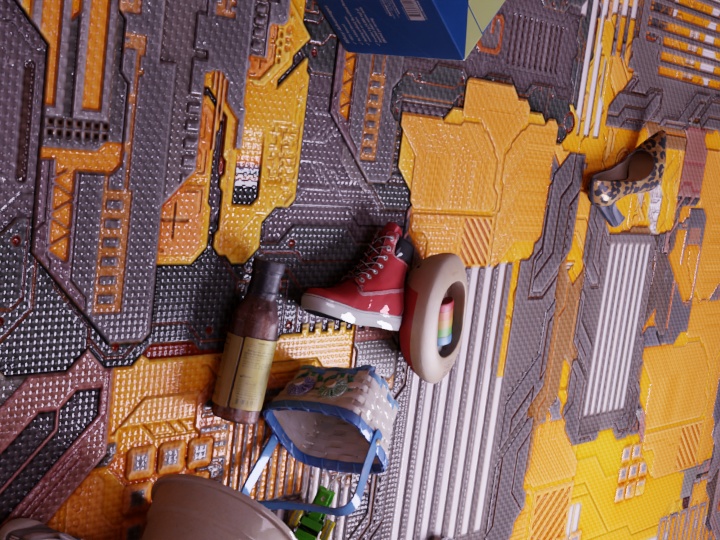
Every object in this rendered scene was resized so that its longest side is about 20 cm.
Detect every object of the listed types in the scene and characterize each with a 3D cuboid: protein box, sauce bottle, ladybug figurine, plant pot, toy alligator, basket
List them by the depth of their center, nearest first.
[{"bbox_3d":[-0.190,0.363,1.177,0.184,0.199,0.201,-61,138,-38],"label":"plant pot"},{"bbox_3d":[0.043,-0.373,1.249,0.135,0.199,0.199,-55,133,-20],"label":"protein box"},{"bbox_3d":[-0.133,0.086,1.290,0.066,0.066,0.202,13,93,-47],"label":"sauce bottle"},{"bbox_3d":[-0.051,0.220,1.340,0.139,0.175,0.201,56,43,-40],"label":"basket"},{"bbox_3d":[-0.064,0.342,1.445,0.054,0.059,0.201,94,21,-78],"label":"toy alligator"},{"bbox_3d":[0.101,0.068,1.514,0.135,0.071,0.202,-22,121,-55],"label":"ladybug figurine"}]

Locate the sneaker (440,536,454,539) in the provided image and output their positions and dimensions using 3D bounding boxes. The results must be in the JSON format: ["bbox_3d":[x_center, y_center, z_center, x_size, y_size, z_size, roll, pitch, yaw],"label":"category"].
[{"bbox_3d":[0.174,0.509,1.712,0.075,0.082,0.201,-49,131,-25],"label":"sneaker"}]

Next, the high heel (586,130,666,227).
[{"bbox_3d":[0.472,-0.187,1.836,0.201,0.071,0.142,-58,141,-6],"label":"high heel"}]

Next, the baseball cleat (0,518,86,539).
[{"bbox_3d":[-0.306,0.331,1.149,0.200,0.106,0.070,36,70,-47],"label":"baseball cleat"}]

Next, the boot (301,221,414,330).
[{"bbox_3d":[0.000,0.000,1.405,0.199,0.072,0.146,9,94,-55],"label":"boot"}]
